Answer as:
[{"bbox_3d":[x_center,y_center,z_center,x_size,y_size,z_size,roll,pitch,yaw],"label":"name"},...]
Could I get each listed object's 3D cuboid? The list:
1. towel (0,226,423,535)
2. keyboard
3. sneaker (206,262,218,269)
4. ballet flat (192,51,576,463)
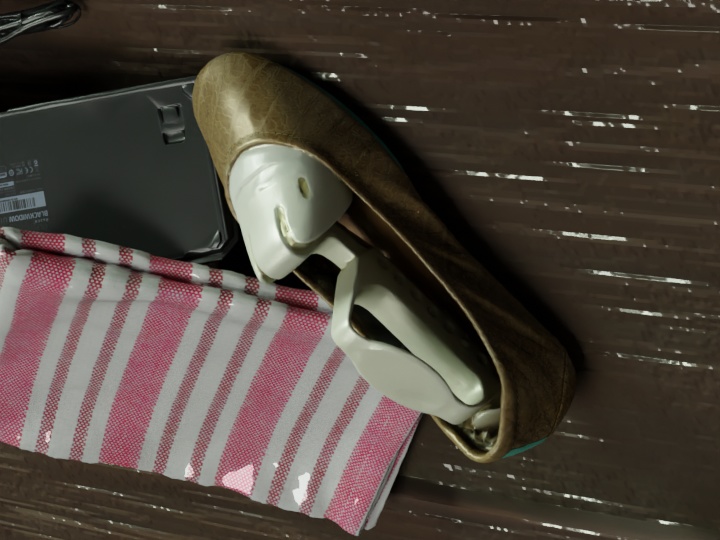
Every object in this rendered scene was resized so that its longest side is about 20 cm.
[{"bbox_3d":[-0.072,0.048,1.219,0.199,0.030,0.147,13,144,-7],"label":"towel"},{"bbox_3d":[-0.147,-0.053,1.208,0.199,0.021,0.128,-9,92,23],"label":"keyboard"},{"bbox_3d":[-0.148,0.009,1.286,0.199,0.078,0.112,24,140,26],"label":"sneaker"},{"bbox_3d":[0.000,0.000,1.127,0.200,0.072,0.068,47,129,-4],"label":"ballet flat"}]
